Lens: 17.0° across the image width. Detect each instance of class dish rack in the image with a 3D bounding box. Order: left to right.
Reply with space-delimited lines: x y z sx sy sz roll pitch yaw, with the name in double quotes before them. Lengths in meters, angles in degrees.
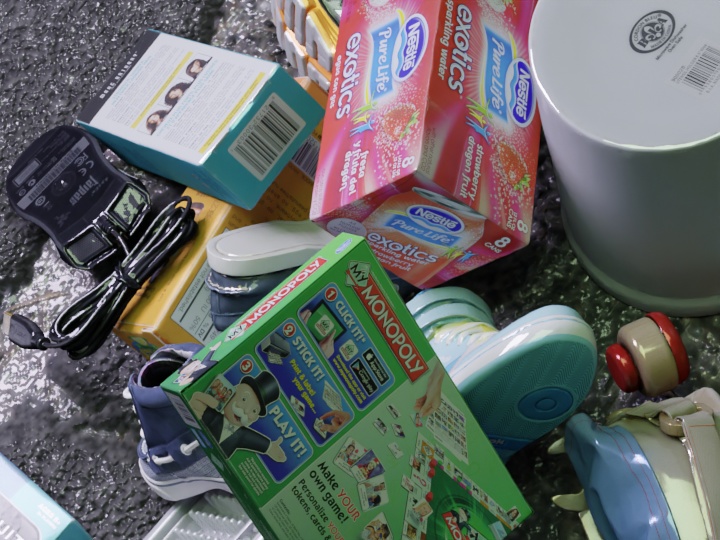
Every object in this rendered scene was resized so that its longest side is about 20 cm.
"dish rack" -0.066 0.151 1.416 0.044 0.200 0.172 44 75 -14

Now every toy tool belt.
"toy tool belt" 0.162 0.125 1.390 0.123 0.125 0.200 -22 59 -8

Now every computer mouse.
"computer mouse" -0.187 -0.011 1.572 0.140 0.046 0.200 -50 40 -7

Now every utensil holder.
"utensil holder" 0.191 -0.091 1.448 0.169 0.200 0.170 -6 61 11

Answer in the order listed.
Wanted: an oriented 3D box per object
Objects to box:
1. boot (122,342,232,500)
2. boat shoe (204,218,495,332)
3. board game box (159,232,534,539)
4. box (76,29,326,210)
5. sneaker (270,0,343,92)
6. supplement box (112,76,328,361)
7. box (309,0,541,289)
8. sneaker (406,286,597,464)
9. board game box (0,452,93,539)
"boot" -0.104 0.083 1.433 0.090 0.200 0.073 46 68 -15
"boat shoe" 0.000 0.000 1.513 0.200 0.062 0.075 -11 26 -23
"board game box" -0.003 0.099 1.318 0.135 0.200 0.029 -40 24 -19
"box" -0.106 -0.100 1.552 0.082 0.049 0.200 -52 30 -9
"sneaker" 0.005 -0.151 1.605 0.077 0.078 0.200 -29 63 -18
"supplement box" -0.079 -0.028 1.550 0.066 0.069 0.200 6 58 56
"box" 0.046 -0.104 1.463 0.095 0.100 0.200 -23 46 41
"sneaker" 0.068 0.045 1.428 0.079 0.200 0.131 15 51 -25
"board game box" -0.290 0.192 1.509 0.151 0.047 0.200 37 77 27
